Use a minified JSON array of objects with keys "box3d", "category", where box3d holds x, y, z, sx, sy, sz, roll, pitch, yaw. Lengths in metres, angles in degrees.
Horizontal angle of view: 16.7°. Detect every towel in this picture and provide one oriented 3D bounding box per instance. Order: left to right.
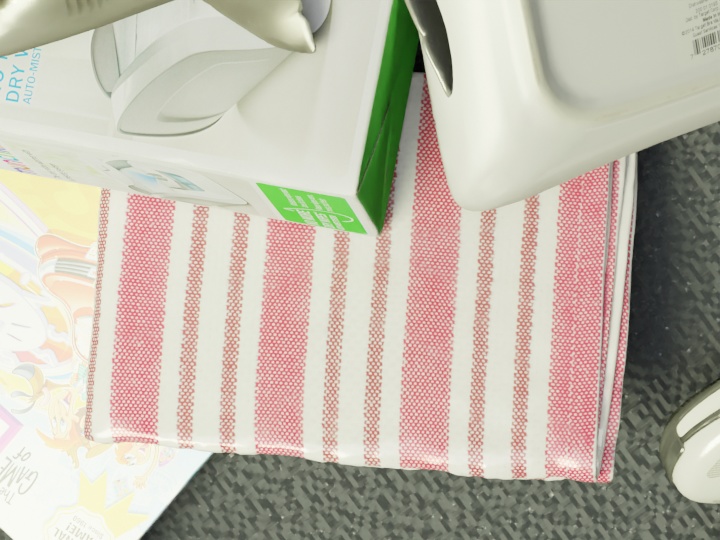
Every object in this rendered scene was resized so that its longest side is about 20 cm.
[{"box3d":[0.000,0.000,0.901,0.198,0.030,0.147,4,79,5],"category":"towel"}]

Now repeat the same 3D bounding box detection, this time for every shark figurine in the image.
[{"box3d":[-0.032,-0.098,0.761,0.214,0.128,0.090,-2,131,48],"category":"shark figurine"}]

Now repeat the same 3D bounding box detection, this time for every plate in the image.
[{"box3d":[0.107,-0.135,0.821,0.198,0.032,0.201,-20,116,-17],"category":"plate"}]

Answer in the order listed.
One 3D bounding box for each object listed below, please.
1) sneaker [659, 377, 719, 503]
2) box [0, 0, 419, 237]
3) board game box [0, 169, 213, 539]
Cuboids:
[{"box3d":[0.209,0.079,0.860,0.199,0.076,0.116,-12,60,9],"category":"sneaker"},{"box3d":[-0.062,-0.129,0.867,0.175,0.097,0.201,11,83,7],"category":"box"},{"box3d":[-0.135,0.011,0.948,0.200,0.034,0.135,41,102,2],"category":"board game box"}]
